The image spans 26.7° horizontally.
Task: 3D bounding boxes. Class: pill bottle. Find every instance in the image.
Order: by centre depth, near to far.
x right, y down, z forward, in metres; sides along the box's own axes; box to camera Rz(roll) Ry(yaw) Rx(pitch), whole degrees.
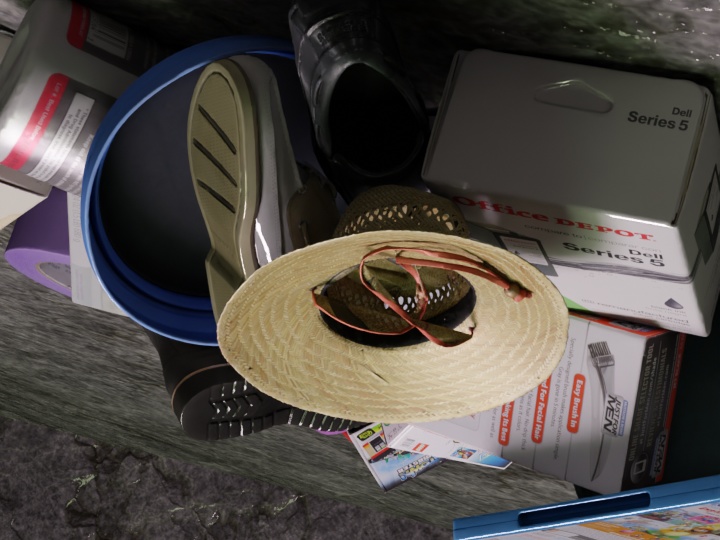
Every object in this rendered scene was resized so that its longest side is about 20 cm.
[{"bbox_3d":[-0.131,-0.086,0.964,0.200,0.111,0.111,24,164,-22],"label":"pill bottle"}]

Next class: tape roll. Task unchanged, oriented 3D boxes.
[{"bbox_3d":[-0.235,-0.010,1.453,0.200,0.066,0.200,17,165,4],"label":"tape roll"}]

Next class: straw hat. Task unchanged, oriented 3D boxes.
[{"bbox_3d":[0.021,0.001,0.829,0.201,0.085,0.201,1,148,1],"label":"straw hat"}]

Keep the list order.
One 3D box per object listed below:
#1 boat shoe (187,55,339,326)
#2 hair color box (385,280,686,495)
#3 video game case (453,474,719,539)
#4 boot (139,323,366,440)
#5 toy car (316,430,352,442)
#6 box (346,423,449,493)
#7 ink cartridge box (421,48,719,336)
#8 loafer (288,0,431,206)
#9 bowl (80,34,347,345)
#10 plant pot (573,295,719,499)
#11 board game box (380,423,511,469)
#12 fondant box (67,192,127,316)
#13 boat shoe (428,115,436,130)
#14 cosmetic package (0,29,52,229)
[{"bbox_3d":[-0.051,-0.037,0.865,0.075,0.068,0.200,48,149,43],"label":"boat shoe"},{"bbox_3d":[0.110,0.067,1.023,0.200,0.111,0.064,17,-163,36],"label":"hair color box"},{"bbox_3d":[0.182,0.166,0.988,0.200,0.018,0.143,-16,154,36],"label":"video game case"},{"bbox_3d":[-0.066,0.056,1.179,0.200,0.078,0.138,1,-146,-30],"label":"boot"},{"bbox_3d":[0.000,0.078,1.344,0.175,0.150,0.200,4,161,42],"label":"toy car"},{"bbox_3d":[0.088,0.108,1.293,0.200,0.035,0.110,-27,141,0],"label":"box"},{"bbox_3d":[0.134,-0.040,0.886,0.145,0.084,0.200,12,165,21],"label":"ink cartridge box"},{"bbox_3d":[0.005,-0.075,0.840,0.068,0.070,0.201,-17,145,2],"label":"loafer"},{"bbox_3d":[-0.072,-0.049,0.912,0.201,0.201,0.039,28,-165,-36],"label":"bowl"},{"bbox_3d":[0.275,0.100,1.066,0.196,0.200,0.200,-5,155,38],"label":"plant pot"},{"bbox_3d":[0.123,0.084,1.205,0.126,0.035,0.200,15,132,-34],"label":"board game box"},{"bbox_3d":[-0.114,-0.027,1.114,0.200,0.058,0.144,13,123,13],"label":"fondant box"},{"bbox_3d":[0.038,-0.046,1.020,0.074,0.060,0.200,20,165,-12],"label":"boat shoe"},{"bbox_3d":[-0.269,-0.094,1.110,0.073,0.104,0.200,22,166,-22],"label":"cosmetic package"}]
